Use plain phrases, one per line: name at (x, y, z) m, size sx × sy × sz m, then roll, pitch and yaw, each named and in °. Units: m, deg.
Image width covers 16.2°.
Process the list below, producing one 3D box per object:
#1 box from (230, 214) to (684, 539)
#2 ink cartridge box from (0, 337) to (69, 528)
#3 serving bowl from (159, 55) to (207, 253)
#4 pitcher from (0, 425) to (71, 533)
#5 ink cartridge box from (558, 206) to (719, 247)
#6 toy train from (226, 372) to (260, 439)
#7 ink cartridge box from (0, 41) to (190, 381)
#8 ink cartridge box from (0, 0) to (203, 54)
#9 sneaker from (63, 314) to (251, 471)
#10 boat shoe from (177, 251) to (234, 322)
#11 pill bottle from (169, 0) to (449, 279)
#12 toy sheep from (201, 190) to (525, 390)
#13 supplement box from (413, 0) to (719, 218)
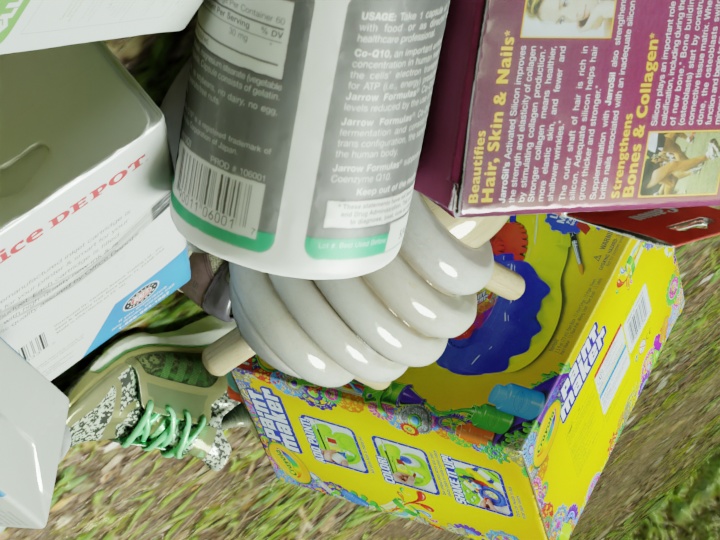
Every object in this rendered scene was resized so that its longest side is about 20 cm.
box at (0.061, 0.038, 1.496) m, size 0.200 × 0.192 × 0.122 m, roll -61°, pitch 150°, yaw -29°
ink cartridge box at (-0.249, 0.067, 1.151) m, size 0.199 × 0.067 × 0.116 m, roll 2°, pitch 159°, yaw 16°
serving bowl at (-0.036, -0.099, 1.317) m, size 0.200 × 0.066 × 0.200 m, roll -36°, pitch 162°, yaw -13°
pitcher at (-0.244, 0.156, 1.322) m, size 0.171 × 0.121 × 0.200 m, roll -31°, pitch -165°, yaw 37°
ink cartridge box at (0.115, -0.068, 1.414) m, size 0.109 × 0.200 × 0.051 m, roll -14°, pitch 118°, yaw -55°
toy train at (-0.033, 0.024, 1.584) m, size 0.200 × 0.055 × 0.151 m, roll 1°, pitch 103°, yaw -64°
ink cartridge box at (-0.165, -0.021, 1.206) m, size 0.144 × 0.084 × 0.200 m, roll -36°, pitch 163°, yaw -14°
ink cartridge box at (-0.126, -0.144, 1.021) m, size 0.200 × 0.059 × 0.104 m, roll -16°, pitch 151°, yaw -53°
sneaker at (-0.117, 0.087, 1.576) m, size 0.200 × 0.089 × 0.077 m, roll -20°, pitch 155°, yaw -48°
boat shoe at (-0.026, -0.045, 1.467) m, size 0.200 × 0.065 × 0.072 m, roll -40°, pitch 160°, yaw -14°
pill bottle at (-0.019, -0.107, 1.144) m, size 0.113 × 0.113 × 0.201 m, roll -18°, pitch 126°, yaw -51°
toy sheep at (0.000, 0.000, 1.316) m, size 0.200 × 0.138 × 0.138 m, roll -39°, pitch 164°, yaw 16°
supplement box at (0.112, -0.104, 1.232) m, size 0.199 × 0.103 × 0.131 m, roll -2°, pitch 111°, yaw -30°
